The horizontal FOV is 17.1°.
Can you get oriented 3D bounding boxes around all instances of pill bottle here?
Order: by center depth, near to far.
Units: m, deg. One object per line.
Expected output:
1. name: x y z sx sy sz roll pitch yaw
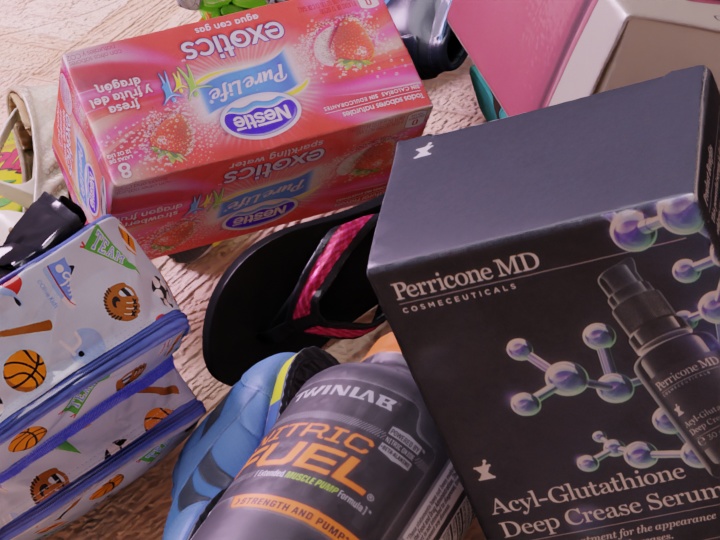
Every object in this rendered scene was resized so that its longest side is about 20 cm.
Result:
1. pill bottle: -0.008 0.115 1.119 0.106 0.107 0.200 -1 37 35

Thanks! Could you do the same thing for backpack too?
1. backpack: -0.172 0.057 1.248 0.200 0.154 0.191 -40 -8 -17

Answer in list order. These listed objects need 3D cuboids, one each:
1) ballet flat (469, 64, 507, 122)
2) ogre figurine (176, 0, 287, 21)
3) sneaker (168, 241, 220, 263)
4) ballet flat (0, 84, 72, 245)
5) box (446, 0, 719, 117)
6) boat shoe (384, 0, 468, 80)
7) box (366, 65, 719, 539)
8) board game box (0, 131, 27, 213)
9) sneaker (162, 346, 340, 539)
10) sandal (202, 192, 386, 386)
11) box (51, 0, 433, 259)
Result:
1. ballet flat: 0.109 -0.083 1.383 0.064 0.076 0.200 -15 32 0
2. ogre figurine: -0.071 -0.229 1.724 0.119 0.098 0.201 -7 44 7
3. sneaker: -0.111 -0.074 1.526 0.090 0.078 0.200 -27 29 -8
4. ballet flat: -0.208 -0.035 1.503 0.062 0.068 0.201 11 49 -13
5. box: 0.146 -0.127 1.313 0.127 0.109 0.200 8 29 -23
6. boat shoe: 0.087 -0.189 1.489 0.068 0.084 0.200 12 64 43
7. box: 0.111 0.032 1.067 0.148 0.201 0.107 -14 31 20
8. board game box: -0.251 -0.018 1.570 0.101 0.048 0.200 -8 34 28
9. sneaker: -0.067 0.120 1.207 0.078 0.066 0.200 -23 27 35
10. sandal: 0.000 0.000 1.330 0.199 0.075 0.045 -30 29 -14
11. box: -0.072 -0.084 1.406 0.199 0.103 0.095 -15 65 -20
